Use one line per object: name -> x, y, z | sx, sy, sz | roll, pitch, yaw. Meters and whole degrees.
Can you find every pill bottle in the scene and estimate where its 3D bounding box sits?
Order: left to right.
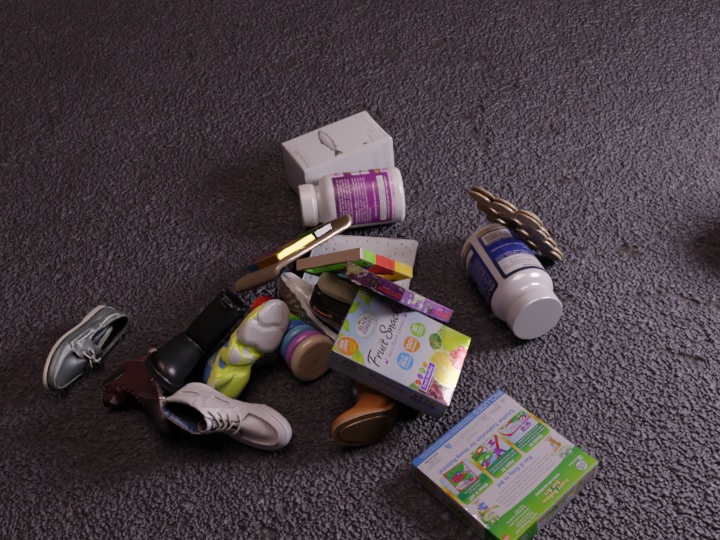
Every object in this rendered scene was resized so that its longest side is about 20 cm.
pill bottle -> -0.019, -0.138, 1.787 | 0.199, 0.113, 0.112 | -7, 43, -6
pill bottle -> 0.263, 0.018, 1.591 | 0.115, 0.116, 0.200 | -17, 44, -9

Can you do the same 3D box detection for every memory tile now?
memory tile -> 0.282, -0.083, 1.646 | 0.153, 0.200, 0.017 | 29, 84, 33

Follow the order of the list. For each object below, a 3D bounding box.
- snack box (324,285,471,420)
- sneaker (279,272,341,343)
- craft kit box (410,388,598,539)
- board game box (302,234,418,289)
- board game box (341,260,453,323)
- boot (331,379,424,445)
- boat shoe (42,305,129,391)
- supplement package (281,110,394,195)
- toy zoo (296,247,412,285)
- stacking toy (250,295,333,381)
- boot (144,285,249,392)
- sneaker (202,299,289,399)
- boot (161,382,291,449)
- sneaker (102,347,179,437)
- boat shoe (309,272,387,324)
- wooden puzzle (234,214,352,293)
snack box -> 0.061, 0.128, 1.441 | 0.199, 0.053, 0.142 | 26, 49, -1
sneaker -> -0.063, 0.069, 1.600 | 0.080, 0.076, 0.200 | -39, 71, -21
craft kit box -> 0.213, 0.296, 1.362 | 0.200, 0.049, 0.197 | -34, 47, -25
board game box -> -0.005, 0.013, 1.698 | 0.199, 0.026, 0.200 | 4, 45, 12
board game box -> 0.065, 0.038, 1.519 | 0.120, 0.200, 0.032 | 21, 88, 31
boot -> 0.011, 0.192, 1.479 | 0.199, 0.074, 0.155 | -17, 44, -27
boat shoe -> -0.479, 0.136, 1.604 | 0.062, 0.073, 0.200 | 8, 41, 21
supplement package -> -0.044, -0.223, 1.883 | 0.199, 0.118, 0.117 | -24, 48, -16
toy zoo -> 0.000, 0.000, 1.575 | 0.131, 0.200, 0.021 | -10, 74, 32
stacking toy -> -0.130, 0.107, 1.588 | 0.085, 0.086, 0.200 | -30, 42, -22
boot -> -0.264, 0.109, 1.510 | 0.162, 0.073, 0.198 | -44, 3, 6
sneaker -> -0.204, 0.126, 1.540 | 0.200, 0.076, 0.105 | -52, 28, -12
boot -> -0.213, 0.238, 1.424 | 0.199, 0.074, 0.096 | 17, 14, 16
sneaker -> -0.367, 0.218, 1.512 | 0.115, 0.076, 0.200 | -20, 34, -6
boat shoe -> 0.011, 0.075, 1.537 | 0.201, 0.063, 0.074 | 26, 33, 0
wooden puzzle -> -0.128, -0.035, 1.676 | 0.200, 0.037, 0.185 | -38, 11, -30
